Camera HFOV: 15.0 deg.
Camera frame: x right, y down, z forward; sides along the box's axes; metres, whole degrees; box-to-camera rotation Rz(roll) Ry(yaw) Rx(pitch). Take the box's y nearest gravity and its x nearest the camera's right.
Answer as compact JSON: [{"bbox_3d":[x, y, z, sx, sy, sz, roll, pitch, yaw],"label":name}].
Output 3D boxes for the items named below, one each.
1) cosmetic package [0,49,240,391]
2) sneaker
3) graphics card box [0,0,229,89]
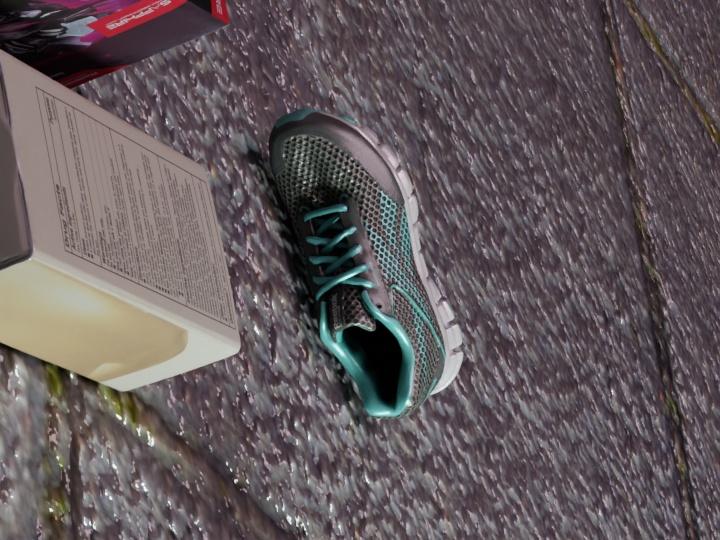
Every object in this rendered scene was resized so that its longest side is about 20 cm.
[{"bbox_3d":[-0.137,-0.018,1.262,0.200,0.071,0.106,31,43,-61],"label":"cosmetic package"},{"bbox_3d":[0.000,0.000,1.617,0.201,0.077,0.091,63,25,-16],"label":"sneaker"},{"bbox_3d":[-0.158,-0.136,1.241,0.200,0.125,0.051,28,46,-63],"label":"graphics card box"}]
